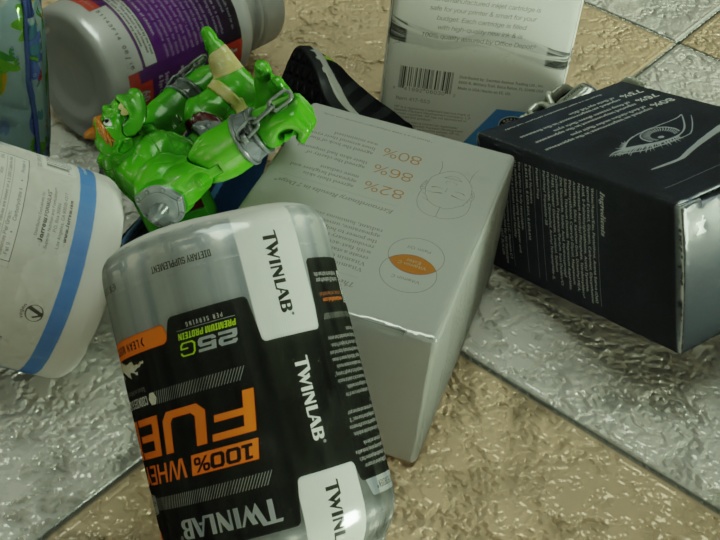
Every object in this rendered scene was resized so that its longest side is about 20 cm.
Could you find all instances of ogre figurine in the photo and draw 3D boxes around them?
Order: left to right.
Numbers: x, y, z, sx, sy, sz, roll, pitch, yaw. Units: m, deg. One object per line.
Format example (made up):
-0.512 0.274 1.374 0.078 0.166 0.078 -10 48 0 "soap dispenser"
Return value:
-0.107 -0.085 0.771 0.120 0.098 0.200 -40 47 -9 "ogre figurine"

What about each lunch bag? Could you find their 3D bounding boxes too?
-0.296 -0.129 0.816 0.159 0.202 0.083 0 34 -10 "lunch bag"

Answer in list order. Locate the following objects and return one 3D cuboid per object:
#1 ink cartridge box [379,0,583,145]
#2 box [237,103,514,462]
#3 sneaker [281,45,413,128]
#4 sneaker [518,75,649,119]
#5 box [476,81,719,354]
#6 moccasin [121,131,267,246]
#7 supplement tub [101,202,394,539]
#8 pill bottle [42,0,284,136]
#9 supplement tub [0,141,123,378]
0.095 -0.200 0.948 0.145 0.201 0.086 7 40 0 "ink cartridge box"
0.000 0.000 0.777 0.151 0.107 0.201 17 41 11 "box"
-0.003 -0.105 0.948 0.082 0.072 0.201 9 35 -36 "sneaker"
0.145 -0.102 0.929 0.198 0.088 0.074 -19 41 -27 "sneaker"
0.197 -0.046 0.814 0.147 0.105 0.200 -21 29 -25 "box"
-0.120 -0.068 0.863 0.067 0.081 0.201 11 40 13 "moccasin"
-0.054 0.076 0.611 0.121 0.122 0.202 -13 83 -21 "supplement tub"
-0.159 -0.194 0.977 0.111 0.112 0.199 33 47 27 "pill bottle"
-0.252 -0.020 0.703 0.198 0.132 0.133 16 36 -24 "supplement tub"
